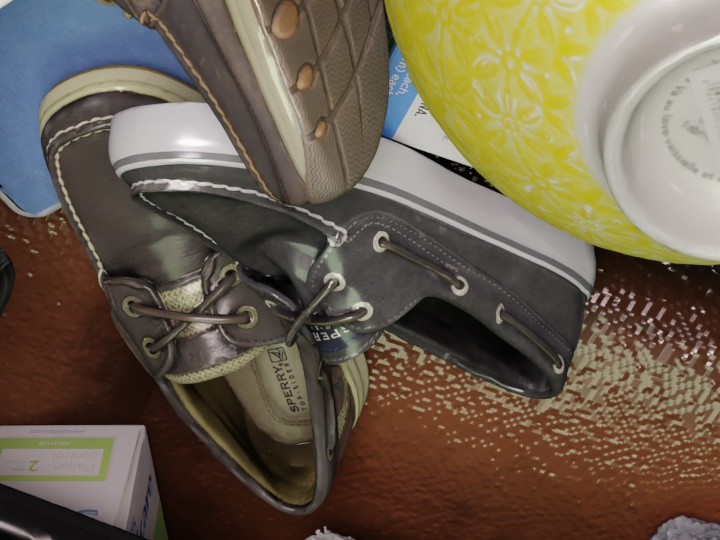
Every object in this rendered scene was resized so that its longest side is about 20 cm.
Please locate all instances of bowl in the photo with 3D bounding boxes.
[{"bbox_3d":[0.104,-0.067,0.658,0.199,0.108,0.201,0,131,0],"label":"bowl"}]

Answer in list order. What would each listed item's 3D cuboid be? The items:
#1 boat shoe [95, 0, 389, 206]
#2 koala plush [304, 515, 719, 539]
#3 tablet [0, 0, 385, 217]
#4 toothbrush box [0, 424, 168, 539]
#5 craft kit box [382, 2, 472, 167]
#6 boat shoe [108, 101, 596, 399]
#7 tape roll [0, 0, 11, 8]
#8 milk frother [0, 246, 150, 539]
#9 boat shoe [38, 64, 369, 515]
[{"bbox_3d":[-0.053,-0.112,0.698,0.073,0.074,0.201,-16,98,34],"label":"boat shoe"},{"bbox_3d":[0.051,0.182,0.924,0.199,0.184,0.178,23,131,1],"label":"koala plush"},{"bbox_3d":[-0.076,-0.100,0.775,0.200,0.014,0.130,-27,124,25],"label":"tablet"},{"bbox_3d":[-0.149,0.162,0.966,0.145,0.086,0.200,-1,132,7],"label":"toothbrush box"},{"bbox_3d":[0.125,-0.096,0.730,0.197,0.049,0.200,20,129,-13],"label":"craft kit box"},{"bbox_3d":[0.000,0.000,0.780,0.070,0.066,0.200,-9,158,44],"label":"boat shoe"},{"bbox_3d":[-0.148,-0.153,0.591,0.202,0.071,0.203,0,131,0],"label":"tape roll"},{"bbox_3d":[-0.104,0.115,0.748,0.188,0.181,0.200,24,142,-6],"label":"milk frother"},{"bbox_3d":[-0.049,0.011,0.827,0.073,0.065,0.200,-19,134,19],"label":"boat shoe"}]
